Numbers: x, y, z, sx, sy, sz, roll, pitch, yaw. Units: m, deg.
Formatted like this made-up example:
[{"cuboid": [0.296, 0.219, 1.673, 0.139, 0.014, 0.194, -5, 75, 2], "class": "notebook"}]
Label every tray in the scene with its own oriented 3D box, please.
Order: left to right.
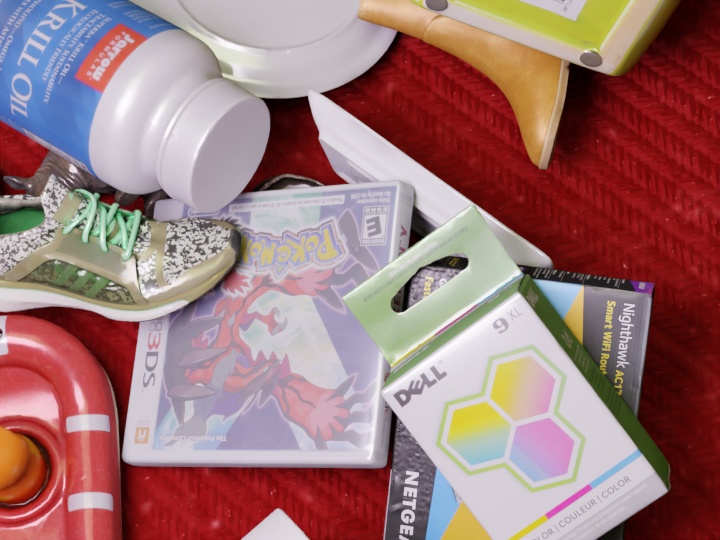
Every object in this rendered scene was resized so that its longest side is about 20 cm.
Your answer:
[{"cuboid": [0.045, -0.040, 1.341, 0.200, 0.107, 0.022, 37, 82, 18], "class": "tray"}]

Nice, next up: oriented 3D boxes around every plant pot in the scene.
[{"cuboid": [0.138, -0.251, 1.310, 0.199, 0.200, 0.182, 20, 54, -7], "class": "plant pot"}]

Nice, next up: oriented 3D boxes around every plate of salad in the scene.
[{"cuboid": [-0.070, -0.195, 1.439, 0.199, 0.048, 0.200, 5, 56, -8], "class": "plate of salad"}]

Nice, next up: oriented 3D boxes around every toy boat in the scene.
[{"cuboid": [-0.226, 0.123, 1.306, 0.130, 0.131, 0.201, -7, 70, 4], "class": "toy boat"}]

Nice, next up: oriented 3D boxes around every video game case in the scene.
[{"cuboid": [-0.062, 0.036, 1.324, 0.200, 0.023, 0.183, -3, 73, 32], "class": "video game case"}]

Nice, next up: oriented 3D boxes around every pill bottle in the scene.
[{"cuboid": [-0.160, -0.118, 1.328, 0.200, 0.112, 0.112, 29, 76, 24], "class": "pill bottle"}]

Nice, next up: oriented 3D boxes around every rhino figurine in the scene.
[{"cuboid": [-0.169, -0.077, 1.408, 0.200, 0.060, 0.087, -39, 61, -4], "class": "rhino figurine"}]

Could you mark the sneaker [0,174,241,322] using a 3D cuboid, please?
[{"cuboid": [-0.178, -0.021, 1.317, 0.199, 0.089, 0.077, -2, 49, 6], "class": "sneaker"}]

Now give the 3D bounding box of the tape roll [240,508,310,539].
[{"cuboid": [-0.036, 0.259, 1.195, 0.139, 0.203, 0.203, -39, 70, -7], "class": "tape roll"}]

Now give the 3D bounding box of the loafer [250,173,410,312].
[{"cuboid": [0.000, 0.000, 1.351, 0.200, 0.071, 0.073, 41, 80, 18], "class": "loafer"}]

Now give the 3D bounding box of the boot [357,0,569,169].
[{"cuboid": [0.069, -0.160, 1.391, 0.144, 0.071, 0.202, 6, 59, -3], "class": "boot"}]

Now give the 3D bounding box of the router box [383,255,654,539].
[{"cuboid": [0.097, 0.097, 1.268, 0.149, 0.051, 0.201, 7, 102, 9], "class": "router box"}]

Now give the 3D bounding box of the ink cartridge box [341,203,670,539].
[{"cuboid": [0.083, 0.073, 1.207, 0.104, 0.059, 0.200, -36, 93, 14], "class": "ink cartridge box"}]
